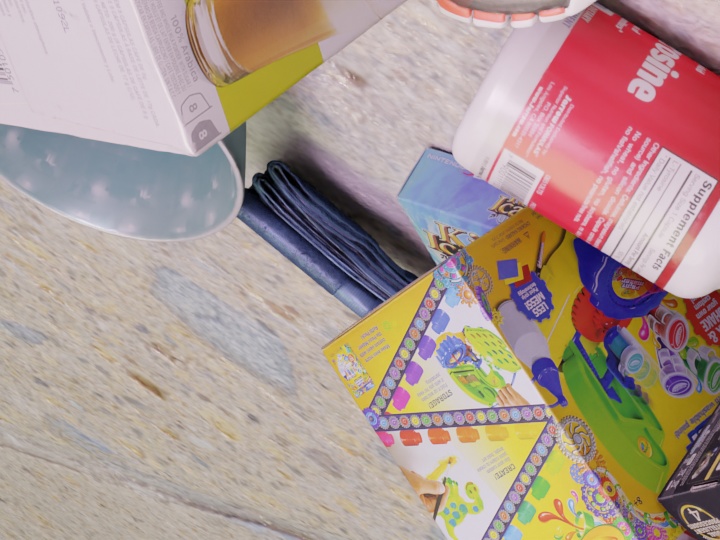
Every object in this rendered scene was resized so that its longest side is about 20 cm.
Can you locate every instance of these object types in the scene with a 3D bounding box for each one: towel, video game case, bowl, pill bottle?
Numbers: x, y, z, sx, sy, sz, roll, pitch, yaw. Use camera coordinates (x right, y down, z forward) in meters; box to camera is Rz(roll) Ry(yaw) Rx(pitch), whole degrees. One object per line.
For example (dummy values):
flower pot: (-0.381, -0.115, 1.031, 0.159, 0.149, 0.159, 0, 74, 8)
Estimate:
towel: (0.000, 0.000, 1.902, 0.200, 0.049, 0.112, 39, -179, 0)
video game case: (0.139, 0.014, 1.770, 0.199, 0.046, 0.182, 19, 155, 34)
bowl: (-0.152, -0.118, 1.780, 0.200, 0.105, 0.201, 16, 148, 10)
pill bottle: (0.158, -0.057, 1.476, 0.199, 0.113, 0.112, 31, 160, 4)

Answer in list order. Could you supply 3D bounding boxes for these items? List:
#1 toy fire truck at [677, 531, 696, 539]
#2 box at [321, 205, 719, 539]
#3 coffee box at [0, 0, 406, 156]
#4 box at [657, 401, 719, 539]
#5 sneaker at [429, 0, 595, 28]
toy fire truck: (0.195, 0.122, 1.724, 0.199, 0.112, 0.169, 28, 142, 31)
box: (0.121, 0.061, 1.556, 0.122, 0.200, 0.193, -35, 89, 43)
coffee box: (-0.111, -0.198, 1.361, 0.199, 0.198, 0.201, 11, 129, 45)
box: (0.254, 0.046, 1.433, 0.049, 0.200, 0.161, 41, 155, -9)
sneaker: (0.043, -0.186, 1.416, 0.199, 0.077, 0.082, 20, 150, 32)
